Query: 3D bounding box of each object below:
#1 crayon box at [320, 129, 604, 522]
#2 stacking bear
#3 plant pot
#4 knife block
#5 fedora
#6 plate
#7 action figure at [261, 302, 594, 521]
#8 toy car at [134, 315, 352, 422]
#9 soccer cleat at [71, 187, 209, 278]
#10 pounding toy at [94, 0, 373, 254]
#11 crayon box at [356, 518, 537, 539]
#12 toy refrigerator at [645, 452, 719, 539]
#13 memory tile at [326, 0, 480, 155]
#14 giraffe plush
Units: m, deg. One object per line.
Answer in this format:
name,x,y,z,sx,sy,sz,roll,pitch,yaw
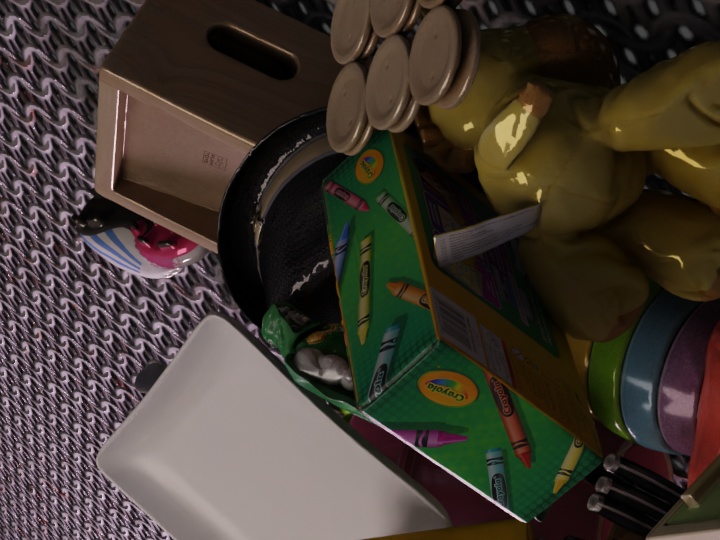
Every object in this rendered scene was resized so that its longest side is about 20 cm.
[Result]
crayon box,0.048,0.021,0.917,0.119,0.058,0.200,36,-156,-28
stacking bear,0.157,0.045,1.034,0.200,0.114,0.122,21,114,40
plant pot,0.106,0.157,1.200,0.179,0.200,0.200,6,133,33
knife block,0.199,0.161,1.078,0.064,0.200,0.176,13,122,50
fedora,0.000,0.000,1.074,0.200,0.092,0.201,1,129,2
plate,-0.057,0.136,1.136,0.200,0.032,0.200,42,134,1
action figure,0.030,0.068,1.001,0.200,0.118,0.055,23,107,16
toy car,-0.103,0.118,1.492,0.200,0.164,0.158,38,153,41
soccer cleat,-0.165,-0.028,1.496,0.086,0.070,0.200,46,161,-32
pounding toy,-0.094,-0.126,1.185,0.200,0.142,0.184,27,151,5
crayon box,0.058,0.214,1.089,0.126,0.052,0.200,-9,141,12
toy refrigerator,0.236,0.086,0.874,0.070,0.200,0.076,51,154,-6
memory tile,0.023,-0.167,0.920,0.017,0.200,0.153,9,165,-24
giraffe plush,0.101,-0.072,0.937,0.162,0.200,0.173,-123,35,-50
